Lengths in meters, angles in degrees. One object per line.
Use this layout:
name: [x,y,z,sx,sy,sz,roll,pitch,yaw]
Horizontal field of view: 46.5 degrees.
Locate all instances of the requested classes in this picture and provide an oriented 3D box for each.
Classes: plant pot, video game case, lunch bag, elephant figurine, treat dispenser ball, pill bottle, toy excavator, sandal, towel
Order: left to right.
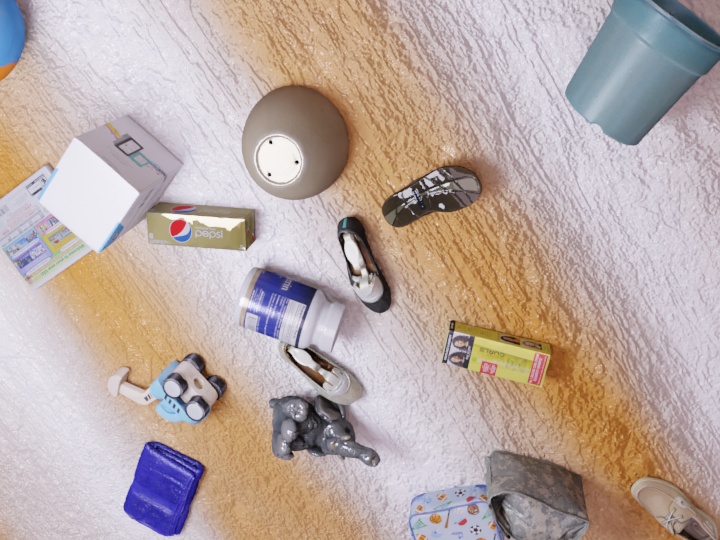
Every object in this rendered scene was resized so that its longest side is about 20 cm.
treat dispenser ball: [-0.688,-0.420,1.458,0.196,0.201,0.206,3,112,9]
video game case: [-0.639,-0.083,1.676,0.197,0.022,0.184,-30,103,18]
towel: [-0.436,0.484,1.840,0.145,0.050,0.203,24,113,0]
toy excavator: [-0.408,0.252,1.730,0.199,0.100,0.195,-38,99,30]
plant pot: [-0.126,-0.209,1.472,0.195,0.135,0.205,3,112,8]
pill bottle: [-0.132,0.079,1.594,0.196,0.116,0.118,20,113,2]
elephant figurine: [-0.074,0.321,1.676,0.195,0.159,0.142,9,152,-21]
sandal: [0.128,-0.134,1.503,0.197,0.055,0.083,-24,99,33]
lunch bag: [0.196,0.533,1.730,0.195,0.076,0.164,-13,110,14]
lunch bag: [0.327,0.443,1.621,0.196,0.164,0.120,23,110,1]
plant pot: [0.433,-0.317,1.306,0.198,0.201,0.198,32,121,-3]

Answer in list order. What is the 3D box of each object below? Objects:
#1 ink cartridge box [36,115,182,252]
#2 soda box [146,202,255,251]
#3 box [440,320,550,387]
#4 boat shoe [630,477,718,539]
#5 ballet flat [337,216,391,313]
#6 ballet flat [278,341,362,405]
ink cartridge box: [-0.446,-0.161,1.514,0.145,0.200,0.147,40,113,-5]
soda box: [-0.300,-0.083,1.588,0.195,0.068,0.066,4,111,9]
box: [0.255,0.158,1.587,0.195,0.050,0.077,14,112,4]
boat shoe: [0.617,0.478,1.635,0.198,0.065,0.073,36,113,-5]
ballet flat: [0.000,0.000,1.564,0.067,0.069,0.203,-19,106,16]
ballet flat: [-0.080,0.202,1.651,0.198,0.062,0.068,34,81,-4]
